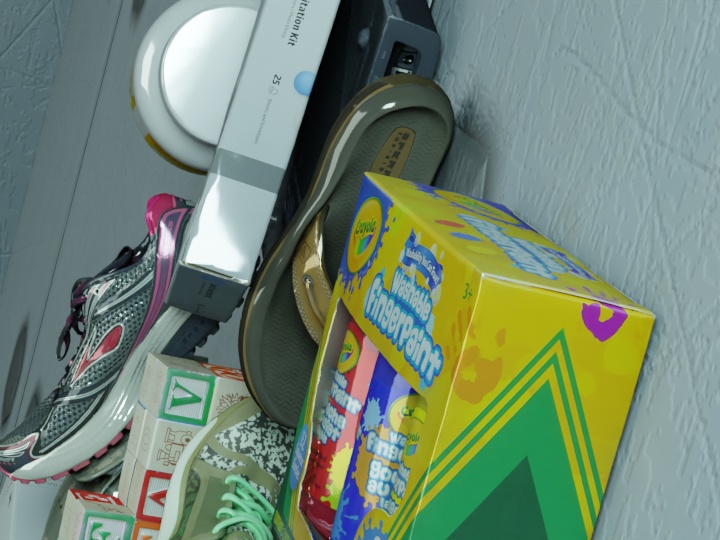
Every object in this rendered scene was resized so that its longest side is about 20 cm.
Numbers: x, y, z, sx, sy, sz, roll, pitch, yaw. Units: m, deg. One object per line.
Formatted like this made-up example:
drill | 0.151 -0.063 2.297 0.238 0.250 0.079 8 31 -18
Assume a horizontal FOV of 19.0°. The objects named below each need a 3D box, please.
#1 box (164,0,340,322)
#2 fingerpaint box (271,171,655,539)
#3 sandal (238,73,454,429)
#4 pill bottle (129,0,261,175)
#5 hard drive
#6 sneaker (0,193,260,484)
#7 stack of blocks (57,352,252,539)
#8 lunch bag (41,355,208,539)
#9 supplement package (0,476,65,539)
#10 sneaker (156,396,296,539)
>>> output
box | -0.053 -0.080 1.141 0.156 0.041 0.201 133 154 -78
fingerpaint box | 0.031 0.064 0.857 0.200 0.073 0.168 -131 55 -72
sandal | 0.000 0.000 1.066 0.055 0.081 0.201 50 121 45
pill bottle | -0.086 -0.115 1.327 0.200 0.111 0.112 -165 88 -83
hard drive | -0.008 -0.072 1.178 0.135 0.042 0.201 -103 29 -58
sneaker | -0.148 0.041 1.266 0.200 0.075 0.081 -49 16 7
stack of blocks | -0.108 0.152 1.207 0.059 0.115 0.201 -156 79 -72
lunch bag | -0.132 0.151 1.318 0.164 0.117 0.201 -159 88 -75
supplement package | -0.202 0.231 1.499 0.201 0.117 0.117 -94 23 -46
sneaker | -0.068 0.147 1.121 0.088 0.077 0.200 -23 33 54
